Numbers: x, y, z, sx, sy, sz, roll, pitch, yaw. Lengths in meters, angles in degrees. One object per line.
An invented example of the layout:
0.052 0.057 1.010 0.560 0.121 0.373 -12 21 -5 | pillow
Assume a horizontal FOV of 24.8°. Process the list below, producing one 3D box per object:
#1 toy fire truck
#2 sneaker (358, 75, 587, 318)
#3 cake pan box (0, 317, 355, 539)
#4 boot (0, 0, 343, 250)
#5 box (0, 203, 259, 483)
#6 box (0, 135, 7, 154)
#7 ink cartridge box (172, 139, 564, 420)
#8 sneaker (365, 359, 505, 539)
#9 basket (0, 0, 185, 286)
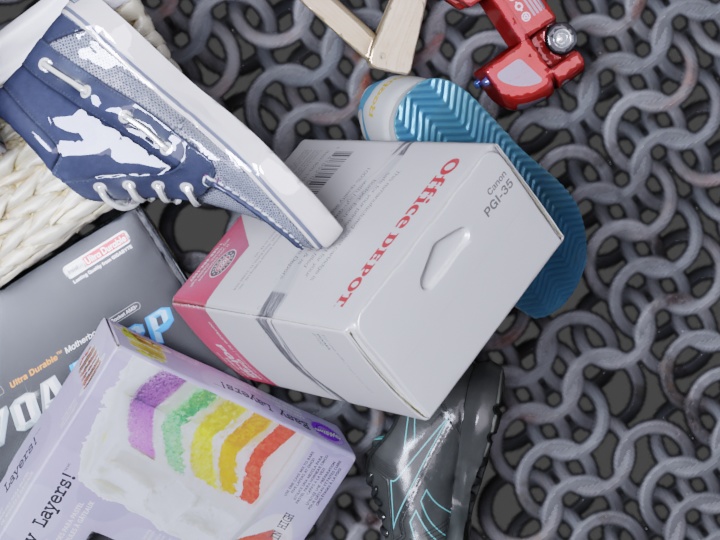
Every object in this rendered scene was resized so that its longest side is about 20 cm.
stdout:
0.038 -0.175 1.065 0.141 0.049 0.200 -35 97 -2 | toy fire truck
0.076 -0.052 1.067 0.077 0.081 0.200 -44 117 -10 | sneaker
-0.130 0.153 1.029 0.184 0.052 0.200 30 100 -25 | cake pan box
-0.109 -0.060 0.919 0.200 0.073 0.090 41 89 1 | boot
-0.185 0.074 1.059 0.200 0.046 0.159 -31 98 -3 | box
-0.267 -0.150 0.876 0.060 0.117 0.201 -25 84 -1 | box
0.000 0.000 0.974 0.147 0.200 0.083 -51 119 -20 | ink cartridge box
0.040 0.152 1.085 0.079 0.075 0.201 13 86 7 | sneaker
-0.194 -0.084 1.005 0.200 0.136 0.124 -37 98 -3 | basket
